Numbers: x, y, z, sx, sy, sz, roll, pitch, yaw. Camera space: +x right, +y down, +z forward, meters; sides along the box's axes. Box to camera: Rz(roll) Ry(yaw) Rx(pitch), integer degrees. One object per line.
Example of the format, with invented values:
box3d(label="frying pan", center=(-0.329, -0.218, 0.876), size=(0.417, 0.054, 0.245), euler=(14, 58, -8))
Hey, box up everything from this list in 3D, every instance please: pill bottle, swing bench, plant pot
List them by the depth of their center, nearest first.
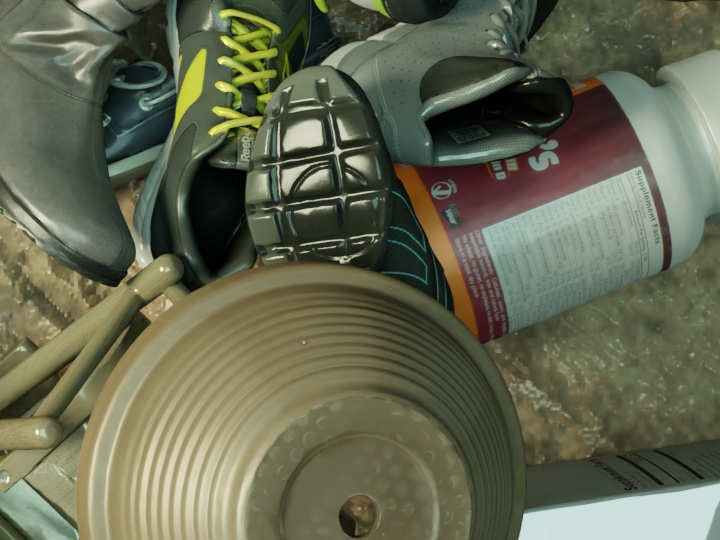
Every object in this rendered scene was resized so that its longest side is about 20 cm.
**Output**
box3d(label="plant pot", center=(-0.014, 0.098, 0.803), size=(0.201, 0.093, 0.201), euler=(-1, 94, -17))
box3d(label="swing bench", center=(-0.108, 0.127, 0.943), size=(0.199, 0.200, 0.130), euler=(47, 49, -15))
box3d(label="pill bottle", center=(0.110, -0.039, 0.994), size=(0.200, 0.110, 0.110), euler=(-22, 94, -5))

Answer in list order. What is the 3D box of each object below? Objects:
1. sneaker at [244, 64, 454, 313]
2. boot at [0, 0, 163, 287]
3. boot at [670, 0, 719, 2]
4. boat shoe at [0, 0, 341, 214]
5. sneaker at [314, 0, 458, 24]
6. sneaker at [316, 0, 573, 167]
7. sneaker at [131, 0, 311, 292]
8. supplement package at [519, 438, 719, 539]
box3d(label="sneaker", center=(0.000, 0.000, 0.902), size=(0.075, 0.079, 0.200), euler=(-6, 101, 25))
box3d(label="boot", center=(-0.130, -0.101, 0.906), size=(0.132, 0.070, 0.200), euler=(-40, 63, 13))
box3d(label="boot", center=(0.244, -0.135, 1.022), size=(0.200, 0.075, 0.097), euler=(-4, 90, -8))
box3d(label="boat shoe", center=(-0.102, -0.087, 0.988), size=(0.200, 0.075, 0.062), euler=(-23, 96, -6))
box3d(label="sneaker", center=(0.034, -0.212, 0.952), size=(0.083, 0.072, 0.200), euler=(17, 65, 28))
box3d(label="sneaker", center=(0.074, -0.104, 0.955), size=(0.200, 0.115, 0.075), euler=(-42, 132, -31))
box3d(label="sneaker", center=(-0.056, -0.079, 0.924), size=(0.074, 0.085, 0.200), euler=(7, 97, -22))
box3d(label="supplement package", center=(0.172, 0.160, 1.004), size=(0.200, 0.120, 0.121), euler=(-8, 94, -5))
